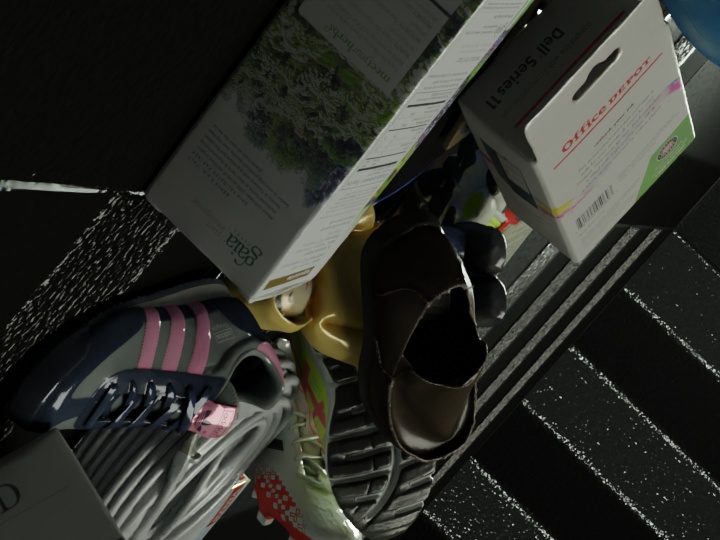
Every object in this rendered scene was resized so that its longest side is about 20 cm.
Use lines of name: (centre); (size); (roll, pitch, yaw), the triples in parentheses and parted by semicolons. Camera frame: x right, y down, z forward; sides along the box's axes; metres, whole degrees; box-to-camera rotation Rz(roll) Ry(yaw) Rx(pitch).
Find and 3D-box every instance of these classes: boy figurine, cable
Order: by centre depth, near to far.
boy figurine: (0.000, 0.000, 1.220); (0.199, 0.126, 0.064); (0, -176, -38)
cable: (-0.124, 0.120, 1.262); (0.200, 0.069, 0.200); (-51, 170, 20)

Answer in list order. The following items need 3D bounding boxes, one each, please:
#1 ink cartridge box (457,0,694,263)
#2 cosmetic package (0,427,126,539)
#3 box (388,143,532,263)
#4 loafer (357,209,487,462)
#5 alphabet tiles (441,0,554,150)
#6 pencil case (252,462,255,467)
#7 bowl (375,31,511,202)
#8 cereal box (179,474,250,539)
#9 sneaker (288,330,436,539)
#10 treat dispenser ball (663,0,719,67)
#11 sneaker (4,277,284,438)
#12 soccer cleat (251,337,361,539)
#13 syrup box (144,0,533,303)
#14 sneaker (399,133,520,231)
ink cartridge box: (0.129, -0.098, 1.151); (0.117, 0.067, 0.200); (-46, 155, -6)
cosmetic package: (-0.180, 0.227, 1.019); (0.164, 0.201, 0.165); (-29, 164, -20)
box: (0.094, -0.060, 1.418); (0.200, 0.078, 0.095); (-53, 167, 28)
loafer: (0.040, 0.056, 1.185); (0.073, 0.071, 0.201); (-26, 138, -14)
alphabet tiles: (0.136, -0.172, 1.177); (0.167, 0.008, 0.201); (-36, 164, -44)
pencil case: (-0.014, 0.089, 1.505); (0.200, 0.084, 0.086); (-44, 136, -10)
bowl: (0.047, -0.119, 1.148); (0.201, 0.039, 0.201); (-44, 169, -11)
cereal box: (-0.175, 0.216, 1.469); (0.144, 0.040, 0.200); (-50, 169, 17)
sneaker: (-0.003, 0.081, 1.309); (0.077, 0.202, 0.090); (-12, -178, -14)
treat dispenser ball: (0.295, -0.221, 1.293); (0.201, 0.201, 0.201); (-44, 168, -11)
sneaker: (-0.110, 0.061, 1.070); (0.070, 0.082, 0.200); (-51, 165, 31)
soccer cleat: (-0.041, 0.124, 1.364); (0.068, 0.200, 0.086); (19, 111, -28)
syrup box: (-0.010, -0.086, 0.947); (0.200, 0.079, 0.081); (-51, 168, 21)
sneaker: (0.093, -0.045, 1.327); (0.084, 0.078, 0.200); (0, 152, -31)
